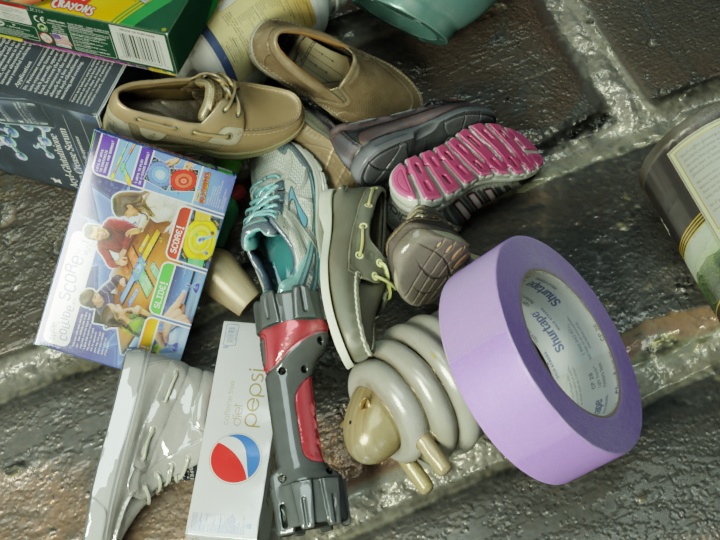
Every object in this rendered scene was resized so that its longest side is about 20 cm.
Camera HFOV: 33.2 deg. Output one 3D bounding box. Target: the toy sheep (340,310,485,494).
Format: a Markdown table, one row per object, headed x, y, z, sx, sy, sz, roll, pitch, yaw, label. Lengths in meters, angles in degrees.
| x | y | z | sx | sy | sz | roll | pitch | yaw | label |
| --- | --- | --- | --- | --- | --- | --- | --- | --- | --- |
| 0.065 | 0.103 | 1.051 | 0.199 | 0.139 | 0.138 | -30 | 61 | -30 | toy sheep |

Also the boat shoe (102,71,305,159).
| x | y | z | sx | sy | sz | roll | pitch | yaw | label |
| --- | --- | --- | --- | --- | --- | --- | --- | --- | --- |
| -0.139 | -0.148 | 1.131 | 0.197 | 0.065 | 0.072 | -9 | 66 | -24 | boat shoe |

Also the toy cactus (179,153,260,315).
| x | y | z | sx | sy | sz | roll | pitch | yaw | label |
| --- | --- | --- | --- | --- | --- | --- | --- | --- | --- |
| -0.169 | -0.019 | 1.170 | 0.165 | 0.102 | 0.200 | 43 | 67 | 4 | toy cactus |

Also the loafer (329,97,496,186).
| x | y | z | sx | sy | sz | roll | pitch | yaw | label |
| --- | --- | --- | --- | --- | --- | --- | --- | --- | --- |
| 0.054 | -0.140 | 1.189 | 0.198 | 0.072 | 0.063 | -22 | 58 | -41 | loafer |

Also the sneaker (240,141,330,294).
| x | y | z | sx | sy | sz | roll | pitch | yaw | label |
| --- | --- | --- | --- | --- | --- | --- | --- | --- | --- |
| -0.075 | -0.047 | 1.144 | 0.077 | 0.086 | 0.203 | -34 | 60 | 31 | sneaker |

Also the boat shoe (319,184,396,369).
| x | y | z | sx | sy | sz | roll | pitch | yaw | label |
| --- | --- | --- | --- | --- | --- | --- | --- | --- | --- |
| -0.001 | -0.002 | 1.063 | 0.059 | 0.073 | 0.204 | -12 | 44 | 8 | boat shoe |

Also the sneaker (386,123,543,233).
| x | y | z | sx | sy | sz | roll | pitch | yaw | label |
| --- | --- | --- | --- | --- | --- | --- | --- | --- | --- |
| 0.096 | -0.080 | 1.187 | 0.198 | 0.088 | 0.074 | -24 | 62 | -37 | sneaker |

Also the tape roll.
| x | y | z | sx | sy | sz | roll | pitch | yaw | label |
| --- | --- | --- | --- | --- | --- | --- | --- | --- | --- |
| 0.154 | 0.074 | 1.020 | 0.065 | 0.199 | 0.203 | -33 | 53 | 32 | tape roll |

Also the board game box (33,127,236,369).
| x | y | z | sx | sy | sz | roll | pitch | yaw | label |
| --- | --- | --- | --- | --- | --- | --- | --- | --- | --- |
| -0.205 | -0.012 | 1.098 | 0.133 | 0.034 | 0.203 | 17 | 97 | -10 | board game box |

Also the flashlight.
| x | y | z | sx | sy | sz | roll | pitch | yaw | label |
| --- | --- | --- | --- | --- | --- | --- | --- | --- | --- |
| -0.046 | 0.117 | 1.021 | 0.067 | 0.068 | 0.203 | -21 | 70 | 29 | flashlight |

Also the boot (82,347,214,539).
| x | y | z | sx | sy | sz | roll | pitch | yaw | label |
| --- | --- | --- | --- | --- | --- | --- | --- | --- | --- |
| -0.182 | 0.174 | 1.056 | 0.094 | 0.074 | 0.203 | 15 | 76 | -12 | boot |

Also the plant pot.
| x | y | z | sx | sy | sz | roll | pitch | yaw | label |
| --- | --- | --- | --- | --- | --- | --- | --- | --- | --- |
| 0.066 | -0.324 | 1.276 | 0.198 | 0.200 | 0.136 | 26 | 91 | 18 | plant pot |

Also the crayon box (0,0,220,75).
| x | y | z | sx | sy | sz | roll | pitch | yaw | label |
| --- | --- | --- | --- | --- | --- | --- | --- | --- | --- |
| -0.234 | -0.286 | 1.164 | 0.197 | 0.059 | 0.174 | 14 | 58 | 13 | crayon box |

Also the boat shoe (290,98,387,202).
| x | y | z | sx | sy | sz | roll | pitch | yaw | label |
| --- | --- | --- | --- | --- | --- | --- | --- | --- | --- |
| -0.034 | -0.115 | 1.216 | 0.200 | 0.072 | 0.064 | 44 | 37 | 20 | boat shoe |

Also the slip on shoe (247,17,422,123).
| x | y | z | sx | sy | sz | roll | pitch | yaw | label |
| --- | --- | --- | --- | --- | --- | --- | --- | --- | --- |
| -0.017 | -0.195 | 1.212 | 0.198 | 0.060 | 0.077 | 26 | 82 | -24 | slip on shoe |

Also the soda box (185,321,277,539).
| x | y | z | sx | sy | sz | roll | pitch | yaw | label |
| --- | --- | --- | --- | --- | --- | --- | --- | --- | --- |
| -0.103 | 0.149 | 1.065 | 0.063 | 0.068 | 0.203 | 4 | 60 | 6 | soda box |

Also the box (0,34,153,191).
| x | y | z | sx | sy | sz | roll | pitch | yaw | label |
| --- | --- | --- | --- | --- | --- | --- | --- | --- | --- |
| -0.314 | -0.172 | 1.220 | 0.197 | 0.149 | 0.108 | 15 | 61 | 13 | box |

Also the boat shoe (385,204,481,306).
| x | y | z | sx | sy | sz | roll | pitch | yaw | label |
| --- | --- | --- | --- | --- | --- | --- | --- | --- | --- |
| 0.057 | -0.015 | 1.075 | 0.074 | 0.200 | 0.074 | -42 | 69 | 5 | boat shoe |

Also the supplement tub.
| x | y | z | sx | sy | sz | roll | pitch | yaw | label |
| --- | --- | --- | --- | --- | --- | --- | --- | --- | --- |
| -0.123 | -0.273 | 1.269 | 0.200 | 0.145 | 0.144 | -41 | 65 | -19 | supplement tub |

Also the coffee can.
| x | y | z | sx | sy | sz | roll | pitch | yaw | label |
| --- | --- | --- | --- | --- | --- | --- | --- | --- | --- |
| 0.362 | -0.036 | 1.097 | 0.144 | 0.147 | 0.202 | -18 | 60 | -7 | coffee can |
